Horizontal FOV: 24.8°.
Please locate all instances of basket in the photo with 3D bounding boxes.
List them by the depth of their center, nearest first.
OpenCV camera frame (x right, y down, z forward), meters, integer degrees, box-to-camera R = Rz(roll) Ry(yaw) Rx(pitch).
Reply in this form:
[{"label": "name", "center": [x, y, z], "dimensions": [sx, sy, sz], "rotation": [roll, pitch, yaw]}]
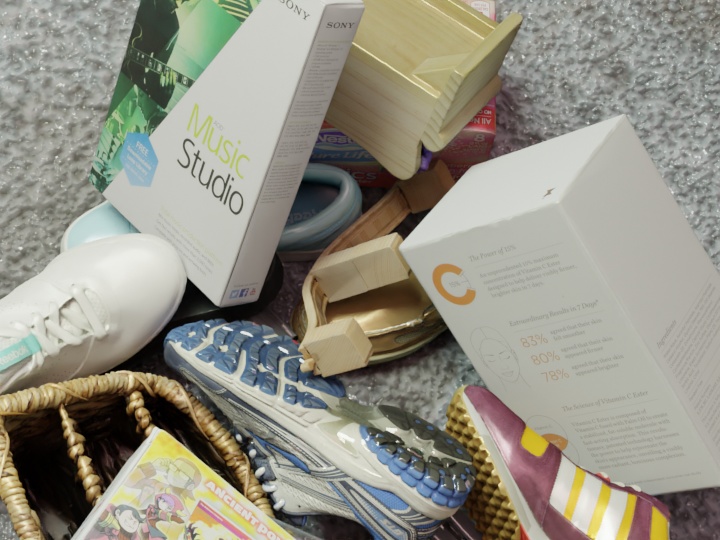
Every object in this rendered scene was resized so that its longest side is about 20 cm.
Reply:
[{"label": "basket", "center": [-0.116, 0.157, 0.940], "dimensions": [0.143, 0.149, 0.200], "rotation": [-22, 71, -12]}]

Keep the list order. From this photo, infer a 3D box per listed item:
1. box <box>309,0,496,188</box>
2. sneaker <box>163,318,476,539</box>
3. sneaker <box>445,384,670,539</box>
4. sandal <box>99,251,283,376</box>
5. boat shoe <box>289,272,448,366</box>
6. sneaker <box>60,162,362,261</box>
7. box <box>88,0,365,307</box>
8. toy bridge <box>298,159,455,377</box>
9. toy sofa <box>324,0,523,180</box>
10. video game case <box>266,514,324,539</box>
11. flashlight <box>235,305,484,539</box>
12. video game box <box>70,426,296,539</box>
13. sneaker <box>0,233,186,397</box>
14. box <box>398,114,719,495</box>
[{"label": "box", "center": [-0.014, -0.118, 1.084], "dimensions": [0.200, 0.095, 0.103], "rotation": [3, 69, -3]}, {"label": "sneaker", "center": [-0.038, 0.102, 0.949], "dimensions": [0.200, 0.077, 0.085], "rotation": [31, 112, 13]}, {"label": "sneaker", "center": [0.126, 0.144, 0.955], "dimensions": [0.090, 0.075, 0.200], "rotation": [-24, 68, -21]}, {"label": "sandal", "center": [-0.146, 0.022, 1.015], "dimensions": [0.200, 0.048, 0.075], "rotation": [-25, 40, 6]}, {"label": "boat shoe", "center": [0.048, 0.001, 1.053], "dimensions": [0.200, 0.076, 0.072], "rotation": [-23, 72, -13]}, {"label": "sneaker", "center": [-0.096, -0.039, 1.054], "dimensions": [0.200, 0.082, 0.074], "rotation": [-12, 69, -9]}, {"label": "box", "center": [-0.085, -0.100, 0.958], "dimensions": [0.036, 0.200, 0.144], "rotation": [-8, 39, -46]}, {"label": "toy bridge", "center": [0.000, 0.000, 1.006], "dimensions": [0.027, 0.067, 0.200], "rotation": [59, 35, -22]}, {"label": "toy sofa", "center": [-0.010, -0.154, 1.013], "dimensions": [0.200, 0.098, 0.083], "rotation": [34, 47, 10]}, {"label": "video game case", "center": [-0.039, 0.226, 0.879], "dimensions": [0.182, 0.023, 0.200], "rotation": [28, 41, -22]}, {"label": "flashlight", "center": [-0.016, 0.114, 1.014], "dimensions": [0.068, 0.068, 0.200], "rotation": [-41, 82, -9]}, {"label": "video game box", "center": [-0.073, 0.202, 0.815], "dimensions": [0.200, 0.047, 0.182], "rotation": [41, 40, -6]}, {"label": "sneaker", "center": [-0.191, 0.043, 0.937], "dimensions": [0.200, 0.088, 0.075], "rotation": [-26, 97, -4]}, {"label": "box", "center": [0.138, 0.028, 0.968], "dimensions": [0.200, 0.124, 0.097], "rotation": [57, 47, -17]}]
